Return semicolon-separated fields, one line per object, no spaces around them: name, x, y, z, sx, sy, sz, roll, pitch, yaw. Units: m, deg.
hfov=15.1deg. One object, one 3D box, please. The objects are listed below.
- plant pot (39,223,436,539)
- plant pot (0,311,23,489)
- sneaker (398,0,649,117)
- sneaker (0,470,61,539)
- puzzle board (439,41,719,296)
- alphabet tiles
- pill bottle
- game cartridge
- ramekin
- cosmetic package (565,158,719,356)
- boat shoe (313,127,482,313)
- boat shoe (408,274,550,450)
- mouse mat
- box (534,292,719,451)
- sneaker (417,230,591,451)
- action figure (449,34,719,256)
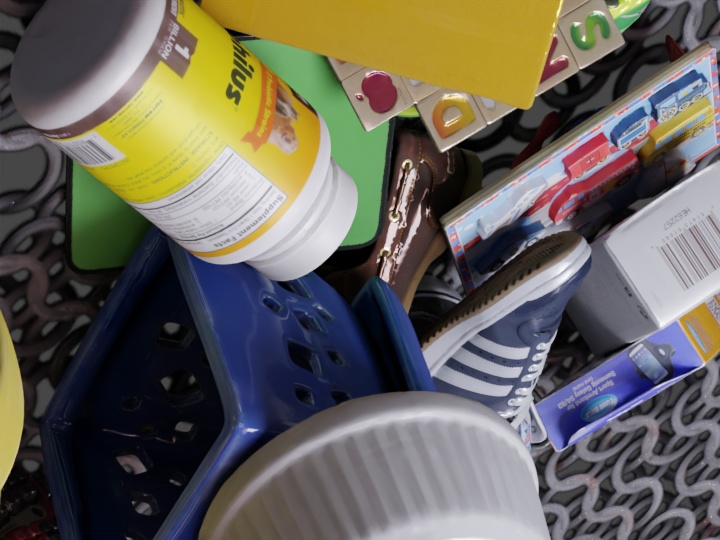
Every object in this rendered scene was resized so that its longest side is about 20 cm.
plant pot;-0.060;0.106;1.613;0.179;0.200;0.200;13;126;-28
plant pot;-0.279;0.098;1.500;0.200;0.201;0.189;-29;153;-14
sneaker;0.094;-0.137;1.651;0.200;0.074;0.084;-23;156;-8
sneaker;-0.239;0.190;1.641;0.200;0.081;0.075;-22;146;-58
puzzle board;0.145;-0.054;1.717;0.200;0.017;0.151;-33;157;-4
alphabet tiles;0.063;-0.173;1.584;0.200;0.006;0.167;-31;103;-12
pill bottle;-0.092;-0.077;1.514;0.109;0.109;0.200;-46;127;5
game cartridge;0.022;-0.193;1.501;0.200;0.032;0.177;15;122;-2
ramekin;0.017;0.169;1.501;0.202;0.094;0.203;-14;137;-14
cosmetic package;0.193;-0.006;1.769;0.102;0.074;0.200;-33;179;-11
boat shoe;0.000;0.000;1.711;0.070;0.070;0.200;16;107;-38
boat shoe;0.068;0.069;1.817;0.074;0.068;0.199;-43;138;2
mouse mat;-0.076;-0.070;1.599;0.199;0.008;0.161;-5;126;-15
box;0.188;0.064;1.827;0.119;0.042;0.200;-33;176;19
sneaker;0.099;0.063;1.706;0.200;0.109;0.070;-40;-175;36
action figure;0.139;-0.070;1.769;0.200;0.052;0.065;-39;134;5
